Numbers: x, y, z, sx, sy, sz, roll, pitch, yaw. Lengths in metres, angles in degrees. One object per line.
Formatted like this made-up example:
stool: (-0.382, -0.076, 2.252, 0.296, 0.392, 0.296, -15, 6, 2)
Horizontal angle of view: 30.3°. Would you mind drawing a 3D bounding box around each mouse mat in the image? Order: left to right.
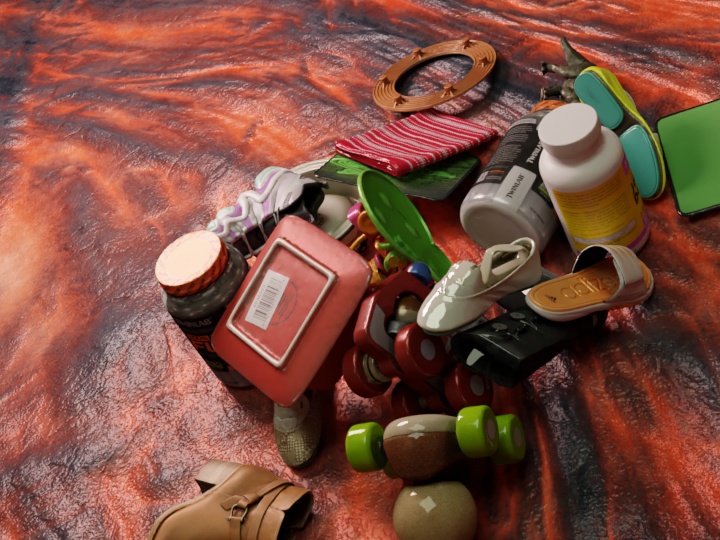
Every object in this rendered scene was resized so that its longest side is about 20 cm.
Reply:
mouse mat: (0.053, -0.146, 1.873, 0.199, 0.008, 0.161, 12, 31, 22)
mouse mat: (0.469, -0.155, 1.703, 0.160, 0.008, 0.200, -17, 41, 15)

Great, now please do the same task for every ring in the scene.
ring: (0.111, -0.306, 2.046, 0.200, 0.019, 0.201, -16, 32, 10)

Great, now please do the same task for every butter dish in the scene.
butter dish: (-0.053, 0.063, 1.632, 0.199, 0.148, 0.200, 33, 93, 46)

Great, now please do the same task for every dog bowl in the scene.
dog bowl: (-0.066, -0.065, 1.890, 0.199, 0.074, 0.201, -16, 42, 15)

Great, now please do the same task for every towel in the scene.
towel: (0.078, -0.187, 1.906, 0.200, 0.023, 0.144, -24, 34, -34)

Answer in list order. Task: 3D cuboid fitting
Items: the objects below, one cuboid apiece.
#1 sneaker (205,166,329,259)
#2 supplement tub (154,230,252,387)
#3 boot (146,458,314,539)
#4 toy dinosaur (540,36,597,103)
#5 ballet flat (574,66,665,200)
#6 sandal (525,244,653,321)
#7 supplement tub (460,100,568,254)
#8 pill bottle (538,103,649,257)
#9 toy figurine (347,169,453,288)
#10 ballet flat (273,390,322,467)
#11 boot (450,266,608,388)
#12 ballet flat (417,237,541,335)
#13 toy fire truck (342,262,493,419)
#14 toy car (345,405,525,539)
sneaker: (-0.118, -0.062, 1.802, 0.140, 0.078, 0.200, 12, 56, 39)
supplement tub: (-0.180, 0.049, 1.744, 0.122, 0.200, 0.123, -17, 42, 16)
boot: (-0.156, 0.318, 1.568, 0.155, 0.077, 0.200, 12, 48, 33)
toy dinosaur: (0.306, -0.255, 1.876, 0.102, 0.077, 0.200, 2, 39, 5)
ballet flat: (0.352, -0.183, 1.737, 0.067, 0.067, 0.200, -43, 68, 39)
sandal: (0.279, 0.007, 1.554, 0.206, 0.059, 0.079, -18, 47, -41)
supplement tub: (0.224, -0.120, 1.735, 0.122, 0.123, 0.200, 10, 55, 38)
pill bottle: (0.281, -0.106, 1.626, 0.104, 0.200, 0.104, -16, 43, 16)
toy figurine: (0.000, 0.000, 1.747, 0.184, 0.200, 0.150, -37, 14, 22)
ballet flat: (-0.086, 0.155, 1.684, 0.070, 0.065, 0.200, -20, 41, 16)
boot: (0.172, 0.062, 1.562, 0.164, 0.066, 0.200, 14, 30, 39)
ballet flat: (0.135, 0.010, 1.519, 0.069, 0.070, 0.200, 18, 31, 41)
toy fire truck: (0.076, 0.083, 1.568, 0.112, 0.200, 0.168, -24, 39, 42)
toy car: (0.089, 0.262, 1.454, 0.164, 0.158, 0.201, -12, 72, 26)
